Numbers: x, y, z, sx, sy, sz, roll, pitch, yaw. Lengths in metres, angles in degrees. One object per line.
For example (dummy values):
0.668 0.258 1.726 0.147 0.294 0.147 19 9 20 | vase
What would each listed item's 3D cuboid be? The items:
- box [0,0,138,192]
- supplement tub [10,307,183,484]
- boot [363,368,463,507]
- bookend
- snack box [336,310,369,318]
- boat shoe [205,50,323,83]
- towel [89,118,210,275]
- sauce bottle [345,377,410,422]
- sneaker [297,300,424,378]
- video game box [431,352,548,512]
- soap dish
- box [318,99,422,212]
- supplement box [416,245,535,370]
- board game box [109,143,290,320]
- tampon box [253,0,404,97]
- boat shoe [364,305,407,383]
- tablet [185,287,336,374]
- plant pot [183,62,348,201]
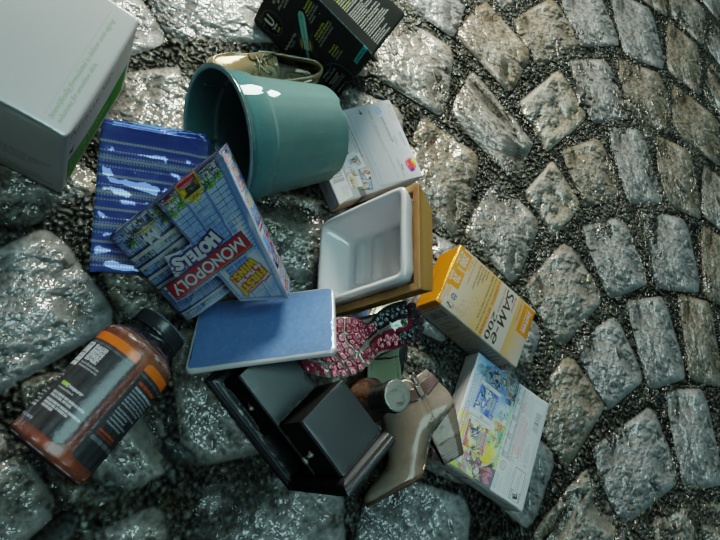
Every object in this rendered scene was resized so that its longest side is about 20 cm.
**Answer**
-0.416 -0.252 0.708 0.197 0.171 0.203 28 63 -19 | box
-0.304 0.142 0.689 0.107 0.107 0.201 43 59 -11 | supplement tub
0.065 0.253 0.896 0.197 0.070 0.148 -23 74 -19 | boot
-0.086 0.182 0.748 0.092 0.199 0.200 -40 96 -33 | bookend
0.000 0.000 0.958 0.071 0.024 0.203 28 63 -19 | snack box
-0.156 -0.333 0.948 0.196 0.065 0.074 -3 76 -31 | boat shoe
-0.283 -0.093 0.777 0.142 0.024 0.205 5 96 -25 | towel
0.000 0.185 0.796 0.065 0.199 0.068 8 72 -27 | sauce bottle
0.000 0.106 0.827 0.196 0.075 0.082 -13 77 -28 | sneaker
0.229 0.278 0.992 0.181 0.047 0.203 37 60 -17 | video game box
0.023 -0.021 0.857 0.080 0.198 0.161 21 61 -41 | soap dish
0.001 -0.207 1.015 0.197 0.041 0.159 -24 87 -32 | box
0.209 0.071 1.028 0.199 0.073 0.127 38 60 -15 | supplement box
-0.191 -0.021 0.751 0.198 0.062 0.201 -34 110 10 | board game box
-0.056 -0.436 0.988 0.199 0.149 0.127 41 60 -12 | tampon box
0.040 0.132 0.913 0.073 0.067 0.202 7 46 -5 | boat shoe
-0.130 0.079 0.773 0.195 0.014 0.131 -7 38 1 | tablet
-0.133 -0.200 0.856 0.193 0.199 0.204 -16 82 -40 | plant pot
